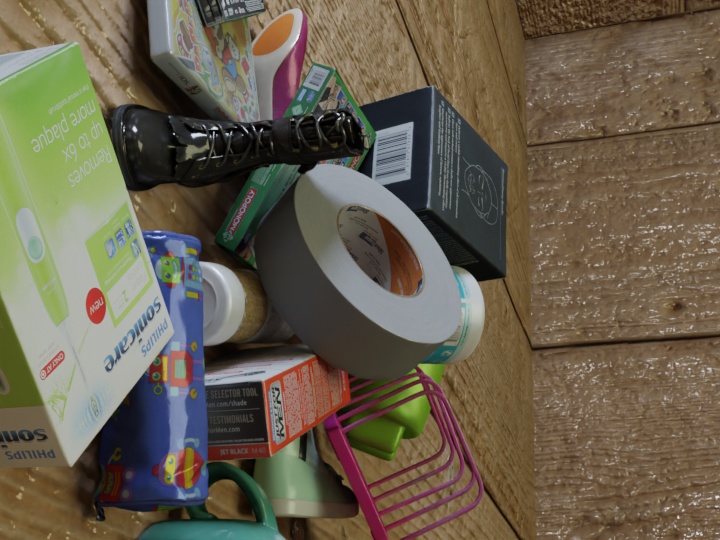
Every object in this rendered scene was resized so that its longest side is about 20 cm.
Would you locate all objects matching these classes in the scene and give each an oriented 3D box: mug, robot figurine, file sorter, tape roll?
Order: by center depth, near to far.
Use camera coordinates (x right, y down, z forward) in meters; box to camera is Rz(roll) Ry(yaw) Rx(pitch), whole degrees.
[{"bbox_3d":[-0.103,0.253,0.729,0.152,0.113,0.188,-20,104,-72],"label":"mug"},{"bbox_3d":[0.000,0.000,0.884,0.199,0.066,0.202,32,35,-25],"label":"tape roll"},{"bbox_3d":[0.039,0.182,1.016,0.200,0.124,0.140,-144,-150,-82],"label":"file sorter"},{"bbox_3d":[0.042,0.127,1.185,0.176,0.114,0.202,89,21,-68],"label":"robot figurine"}]

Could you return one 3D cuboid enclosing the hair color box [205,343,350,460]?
[{"bbox_3d":[-0.091,0.108,0.822,0.200,0.109,0.065,-11,95,-72],"label":"hair color box"}]

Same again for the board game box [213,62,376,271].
[{"bbox_3d":[-0.060,-0.087,0.962,0.202,0.029,0.135,-62,155,-10],"label":"board game box"}]

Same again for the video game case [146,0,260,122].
[{"bbox_3d":[-0.141,-0.231,0.862,0.182,0.023,0.203,44,35,-64],"label":"video game case"}]

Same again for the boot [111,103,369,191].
[{"bbox_3d":[-0.090,-0.109,0.782,0.200,0.172,0.070,-15,99,-73],"label":"boot"}]

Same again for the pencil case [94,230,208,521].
[{"bbox_3d":[-0.151,0.074,0.692,0.077,0.086,0.203,5,77,-35],"label":"pencil case"}]

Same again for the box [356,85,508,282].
[{"bbox_3d":[0.081,-0.087,1.090,0.200,0.106,0.150,34,53,-50],"label":"box"}]

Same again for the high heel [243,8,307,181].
[{"bbox_3d":[-0.080,-0.174,0.997,0.096,0.067,0.202,49,43,-46],"label":"high heel"}]

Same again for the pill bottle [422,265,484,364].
[{"bbox_3d":[0.028,0.043,1.029,0.198,0.110,0.112,6,76,-33],"label":"pill bottle"}]

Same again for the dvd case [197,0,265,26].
[{"bbox_3d":[-0.142,-0.325,0.863,0.146,0.022,0.202,-63,138,-69],"label":"dvd case"}]

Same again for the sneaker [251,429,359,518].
[{"bbox_3d":[-0.050,0.193,0.987,0.200,0.073,0.120,38,49,-67],"label":"sneaker"}]

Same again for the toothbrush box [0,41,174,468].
[{"bbox_3d":[-0.199,-0.010,0.554,0.146,0.085,0.202,-62,144,-60],"label":"toothbrush box"}]

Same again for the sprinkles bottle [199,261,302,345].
[{"bbox_3d":[-0.100,0.033,0.867,0.200,0.067,0.069,12,74,-69],"label":"sprinkles bottle"}]
